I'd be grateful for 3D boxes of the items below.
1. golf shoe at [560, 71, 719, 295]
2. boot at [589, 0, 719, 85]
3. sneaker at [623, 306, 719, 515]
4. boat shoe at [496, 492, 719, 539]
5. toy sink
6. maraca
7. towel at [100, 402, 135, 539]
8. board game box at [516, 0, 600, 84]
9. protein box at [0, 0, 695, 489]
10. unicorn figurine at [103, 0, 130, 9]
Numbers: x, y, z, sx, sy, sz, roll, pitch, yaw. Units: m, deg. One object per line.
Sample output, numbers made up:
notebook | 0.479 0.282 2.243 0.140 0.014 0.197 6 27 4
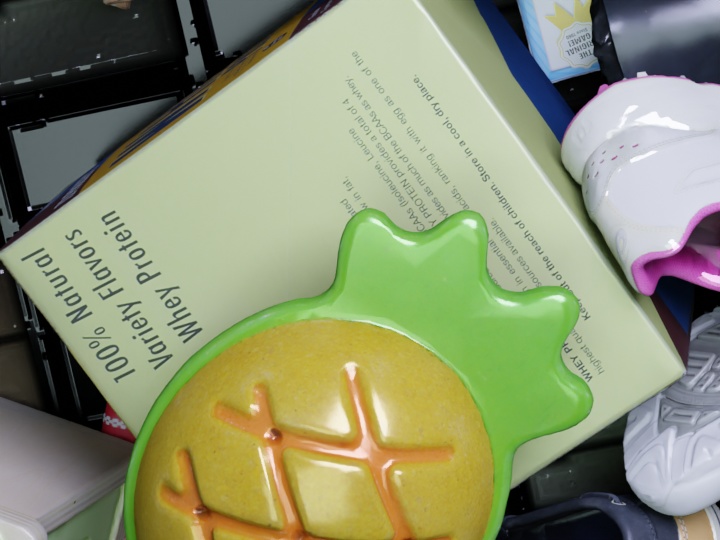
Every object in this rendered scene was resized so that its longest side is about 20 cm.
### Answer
golf shoe | 0.177 -0.021 1.114 0.199 0.092 0.075 2 138 -15
boot | 0.170 -0.119 1.129 0.167 0.077 0.200 -12 133 11
sneaker | 0.195 0.047 1.191 0.200 0.078 0.100 -39 124 -19
boat shoe | 0.069 0.139 1.228 0.200 0.062 0.075 -27 66 43
toy sink | -0.182 0.141 1.211 0.112 0.200 0.131 18 103 14
maraca | -0.003 0.066 1.067 0.137 0.107 0.200 39 106 -10
towel | -0.044 0.068 1.281 0.144 0.022 0.201 13 103 3
board game box | 0.154 -0.169 1.203 0.199 0.034 0.135 -14 100 8
protein box | 0.000 0.000 1.176 0.200 0.135 0.199 -35 97 15
unicorn figurine | -0.097 -0.185 1.212 0.199 0.074 0.138 -14 91 -6
